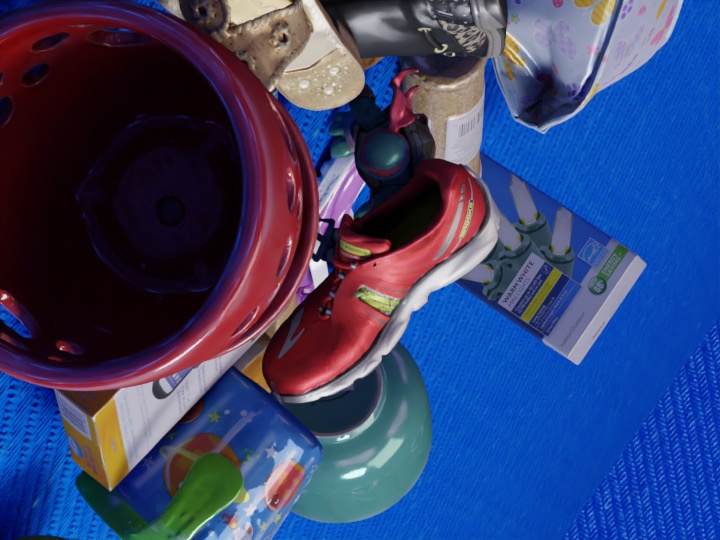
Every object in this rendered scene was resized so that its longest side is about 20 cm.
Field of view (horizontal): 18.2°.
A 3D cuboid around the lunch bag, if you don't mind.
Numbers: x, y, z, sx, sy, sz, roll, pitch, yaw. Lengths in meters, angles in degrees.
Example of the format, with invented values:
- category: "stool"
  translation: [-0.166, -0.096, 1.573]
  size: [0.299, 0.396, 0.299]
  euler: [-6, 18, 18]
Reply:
- category: "lunch bag"
  translation: [0.180, -0.220, 1.777]
  size: [0.170, 0.127, 0.200]
  euler: [-35, 144, -52]

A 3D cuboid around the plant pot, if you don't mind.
- category: "plant pot"
  translation: [-0.122, -0.040, 1.205]
  size: [0.201, 0.200, 0.182]
  euler: [-58, 169, 8]

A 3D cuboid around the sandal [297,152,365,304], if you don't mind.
- category: "sandal"
  translation: [-0.025, -0.019, 1.726]
  size: [0.082, 0.050, 0.203]
  euler: [-32, 152, -50]

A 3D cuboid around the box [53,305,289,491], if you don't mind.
- category: "box"
  translation: [-0.109, 0.038, 1.427]
  size: [0.200, 0.041, 0.119]
  euler: [-48, 162, -22]

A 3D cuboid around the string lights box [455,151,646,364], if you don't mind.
- category: "string lights box"
  translation: [0.123, -0.021, 1.858]
  size: [0.103, 0.200, 0.059]
  euler: [-56, 163, 1]

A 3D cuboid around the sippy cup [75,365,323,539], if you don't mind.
- category: "sippy cup"
  translation: [-0.099, 0.137, 1.507]
  size: [0.130, 0.178, 0.140]
  euler: [-48, 127, -2]

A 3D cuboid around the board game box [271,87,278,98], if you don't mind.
- category: "board game box"
  translation: [-0.119, -0.029, 1.444]
  size: [0.148, 0.064, 0.200]
  euler: [-48, 160, -23]

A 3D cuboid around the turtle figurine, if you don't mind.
- category: "turtle figurine"
  translation: [0.004, -0.074, 1.551]
  size: [0.200, 0.101, 0.150]
  euler: [24, 65, -85]

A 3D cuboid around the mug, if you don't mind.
- category: "mug"
  translation: [-0.031, 0.125, 1.805]
  size: [0.185, 0.152, 0.114]
  euler: [-50, 161, -17]

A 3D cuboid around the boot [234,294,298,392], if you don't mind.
- category: "boot"
  translation: [-0.115, 0.094, 1.669]
  size: [0.201, 0.071, 0.144]
  euler: [-44, 163, -23]

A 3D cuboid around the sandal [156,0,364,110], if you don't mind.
- category: "sandal"
  translation: [-0.053, -0.128, 1.302]
  size: [0.078, 0.070, 0.212]
  euler: [-25, 150, 19]

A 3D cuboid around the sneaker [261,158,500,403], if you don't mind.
- category: "sneaker"
  translation: [0.000, 0.000, 1.495]
  size: [0.200, 0.077, 0.085]
  euler: [-46, 139, 1]

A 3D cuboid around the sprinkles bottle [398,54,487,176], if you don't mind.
- category: "sprinkles bottle"
  translation: [0.063, -0.118, 1.746]
  size: [0.068, 0.068, 0.200]
  euler: [-48, 161, -22]

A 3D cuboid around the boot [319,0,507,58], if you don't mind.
- category: "boot"
  translation: [0.016, -0.169, 1.455]
  size: [0.204, 0.154, 0.074]
  euler: [14, 67, -89]

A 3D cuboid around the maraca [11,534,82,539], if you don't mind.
- category: "maraca"
  translation: [-0.236, 0.261, 1.589]
  size: [0.137, 0.107, 0.200]
  euler: [-35, 155, -31]

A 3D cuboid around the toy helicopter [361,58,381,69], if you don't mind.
- category: "toy helicopter"
  translation: [0.061, -0.215, 1.566]
  size: [0.200, 0.079, 0.132]
  euler: [-45, 170, 9]
